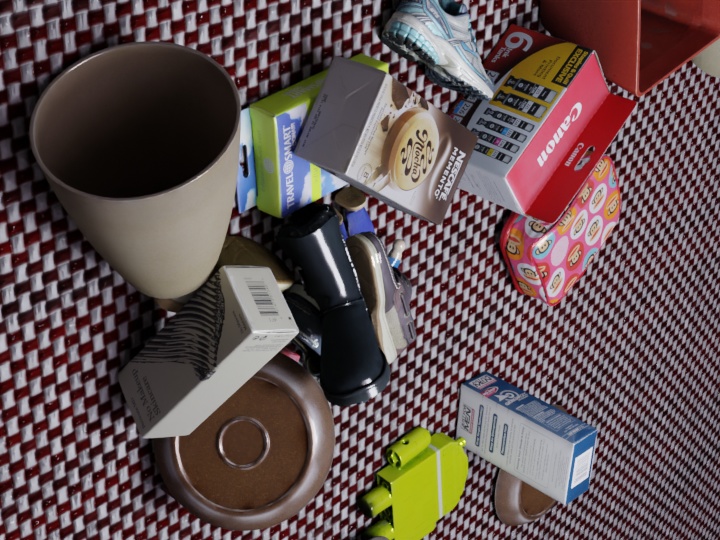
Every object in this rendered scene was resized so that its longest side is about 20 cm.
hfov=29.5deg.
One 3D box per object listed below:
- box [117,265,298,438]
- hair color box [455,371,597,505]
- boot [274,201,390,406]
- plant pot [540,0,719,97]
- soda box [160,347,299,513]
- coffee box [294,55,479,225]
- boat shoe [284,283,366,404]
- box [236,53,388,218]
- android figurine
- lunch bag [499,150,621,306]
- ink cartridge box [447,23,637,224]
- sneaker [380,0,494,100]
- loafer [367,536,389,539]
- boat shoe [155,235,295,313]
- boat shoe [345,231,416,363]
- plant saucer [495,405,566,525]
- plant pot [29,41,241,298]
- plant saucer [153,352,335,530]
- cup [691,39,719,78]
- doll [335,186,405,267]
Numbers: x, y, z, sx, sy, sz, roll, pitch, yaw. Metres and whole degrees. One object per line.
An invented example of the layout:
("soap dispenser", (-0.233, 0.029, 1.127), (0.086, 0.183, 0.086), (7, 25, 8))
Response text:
("box", (-0.155, 0.083, 1.367), (0.068, 0.083, 0.200), (1, 143, -49))
("hair color box", (0.226, 0.228, 1.884), (0.060, 0.199, 0.101), (-21, 126, -42))
("boot", (-0.034, 0.029, 1.439), (0.075, 0.201, 0.170), (-20, 113, 6))
("plant pot", (0.328, -0.365, 1.692), (0.199, 0.175, 0.202), (-35, 134, -33))
("soda box", (-0.145, 0.169, 1.521), (0.070, 0.063, 0.202), (18, 96, -52))
("coffee box", (0.032, -0.136, 1.469), (0.199, 0.079, 0.114), (23, 90, -54))
("boat shoe", (-0.042, 0.100, 1.596), (0.062, 0.074, 0.201), (-50, 139, -19))
("box", (-0.049, -0.143, 1.472), (0.199, 0.047, 0.124), (-31, 131, -37))
("android figurine", (0.078, 0.300, 1.878), (0.199, 0.041, 0.184), (-32, 131, -33))
("lunch bag", (0.284, -0.055, 1.891), (0.201, 0.081, 0.177), (-50, 141, -19))
("ink cartridge box", (0.208, -0.179, 1.654), (0.201, 0.174, 0.084), (-54, 142, -13))
("sneaker", (0.108, -0.262, 1.571), (0.199, 0.077, 0.087), (29, 84, -53))
("loafer", (-0.026, 0.431, 1.784), (0.199, 0.071, 0.073), (-39, 138, -8))
("boat shoe", (-0.145, 0.010, 1.434), (0.067, 0.074, 0.199), (-50, 155, 20))
("boat shoe", (0.026, 0.025, 1.564), (0.064, 0.072, 0.202), (-33, 137, -20))
("plant saucer", (0.281, 0.309, 2.129), (0.199, 0.032, 0.203), (-26, 127, -41))
("plant pot", (-0.191, -0.070, 1.258), (0.187, 0.186, 0.201), (-42, 151, -26))
("plant saucer", (-0.125, 0.182, 1.463), (0.032, 0.198, 0.203), (-104, -143, -86))
("cup", (0.541, -0.361, 1.962), (0.199, 0.200, 0.144), (-36, 160, -32))
("doll", (0.000, 0.000, 1.610), (0.136, 0.048, 0.202), (-38, 135, -26))
